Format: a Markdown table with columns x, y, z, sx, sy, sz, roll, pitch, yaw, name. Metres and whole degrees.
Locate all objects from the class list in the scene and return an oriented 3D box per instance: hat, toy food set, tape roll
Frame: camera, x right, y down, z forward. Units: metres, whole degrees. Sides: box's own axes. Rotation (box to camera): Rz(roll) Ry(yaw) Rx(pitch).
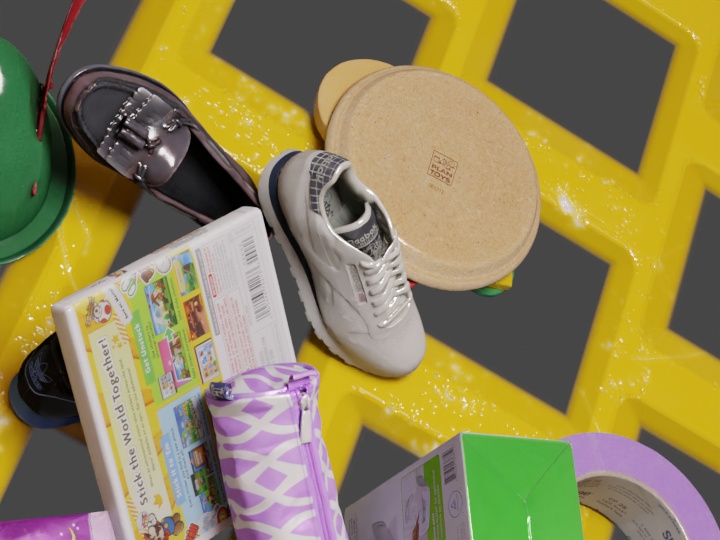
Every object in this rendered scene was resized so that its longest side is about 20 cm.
| x | y | z | sx | sy | sz | roll | pitch | yaw | name |
| --- | --- | --- | --- | --- | --- | --- | --- | --- | --- |
| -0.245 | -0.129 | 1.392 | 0.164 | 0.176 | 0.202 | 6 | 64 | -26 | hat |
| 0.053 | -0.070 | 1.608 | 0.198 | 0.049 | 0.200 | 13 | 61 | -23 | toy food set |
| 0.177 | 0.226 | 1.522 | 0.198 | 0.066 | 0.202 | 13 | 61 | -24 | tape roll |

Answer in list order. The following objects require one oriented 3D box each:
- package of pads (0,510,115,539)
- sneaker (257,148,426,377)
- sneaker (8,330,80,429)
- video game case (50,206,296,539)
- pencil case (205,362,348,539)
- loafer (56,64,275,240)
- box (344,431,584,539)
| x | y | z | sx | sy | sz | roll | pitch | yaw | name |
| --- | --- | --- | --- | --- | --- | --- | --- | --- | --- |
| -0.196 | 0.257 | 1.295 | 0.120 | 0.076 | 0.202 | -5 | 69 | -33 | package of pads |
| 0.000 | 0.000 | 1.491 | 0.077 | 0.080 | 0.201 | -49 | 122 | -31 | sneaker |
| -0.144 | 0.057 | 1.419 | 0.199 | 0.078 | 0.071 | -19 | 76 | -34 | sneaker |
| -0.114 | 0.082 | 1.388 | 0.181 | 0.023 | 0.202 | -30 | 115 | -41 | video game case |
| -0.044 | 0.158 | 1.380 | 0.084 | 0.085 | 0.202 | -27 | 108 | -49 | pencil case |
| -0.130 | -0.079 | 1.450 | 0.072 | 0.063 | 0.200 | -54 | 134 | -1 | loafer |
| 0.071 | 0.234 | 1.389 | 0.096 | 0.176 | 0.202 | 7 | 63 | -26 | box |
